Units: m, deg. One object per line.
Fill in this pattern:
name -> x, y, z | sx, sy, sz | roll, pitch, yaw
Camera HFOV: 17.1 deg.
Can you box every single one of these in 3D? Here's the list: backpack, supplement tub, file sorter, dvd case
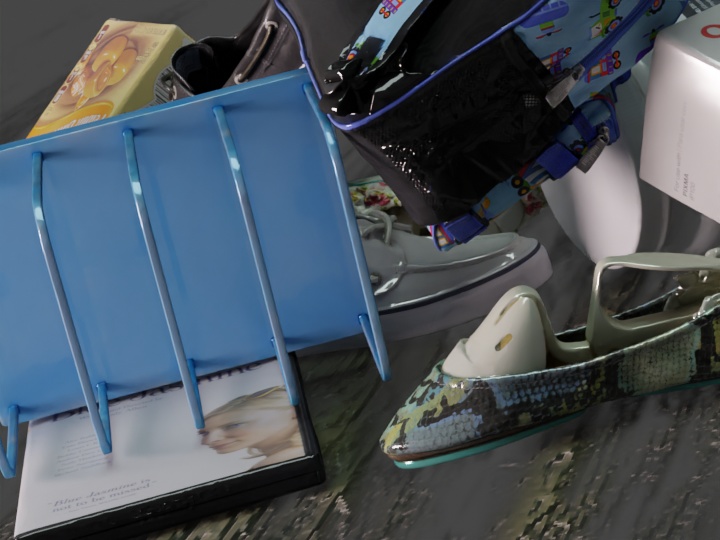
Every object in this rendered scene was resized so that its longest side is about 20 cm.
backpack -> 0.072, -0.133, 1.143 | 0.200, 0.135, 0.183 | -36, 35, 8
supplement tub -> 0.201, -0.090, 1.269 | 0.199, 0.141, 0.140 | -19, 15, -18
file sorter -> -0.094, 0.004, 1.151 | 0.199, 0.139, 0.123 | -15, 18, -3
dvd case -> -0.093, 0.083, 1.157 | 0.142, 0.018, 0.200 | -16, 14, -2

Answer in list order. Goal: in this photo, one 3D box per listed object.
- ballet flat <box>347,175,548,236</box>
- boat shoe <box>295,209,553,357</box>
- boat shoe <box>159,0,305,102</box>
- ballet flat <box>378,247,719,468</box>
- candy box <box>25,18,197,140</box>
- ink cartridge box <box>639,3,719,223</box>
ballet flat -> 0.033, -0.024, 1.363 | 0.199, 0.076, 0.064 | -16, 53, 12
boat shoe -> 0.000, 0.000, 1.278 | 0.199, 0.066, 0.072 | -11, 15, 16
boat shoe -> -0.074, -0.102, 1.316 | 0.200, 0.066, 0.070 | -30, 31, 53
ballet flat -> 0.099, 0.031, 1.069 | 0.199, 0.075, 0.074 | -16, 15, -3
candy box -> -0.172, -0.060, 1.485 | 0.200, 0.055, 0.115 | -56, 26, -10
ink cartridge box -> 0.245, -0.058, 1.086 | 0.146, 0.083, 0.200 | -26, 43, -34
